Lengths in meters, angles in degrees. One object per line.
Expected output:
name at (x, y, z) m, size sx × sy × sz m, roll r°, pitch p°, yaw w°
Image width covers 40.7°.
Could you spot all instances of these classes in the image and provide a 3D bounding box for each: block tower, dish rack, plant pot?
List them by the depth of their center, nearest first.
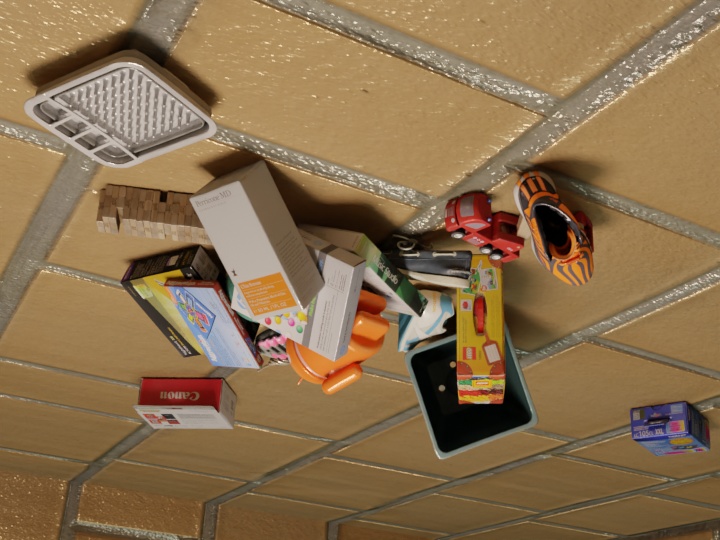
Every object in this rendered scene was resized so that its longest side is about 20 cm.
dish rack at (-0.290, -0.201, 1.191) m, size 0.197 × 0.044 × 0.171 m, roll -12°, pitch 150°, yaw 30°
block tower at (-0.286, -0.080, 1.432) m, size 0.196 × 0.059 × 0.054 m, roll 5°, pitch 156°, yaw -6°
plant pot at (0.194, 0.212, 1.805) m, size 0.192 × 0.200 × 0.200 m, roll -19°, pitch 178°, yaw -1°

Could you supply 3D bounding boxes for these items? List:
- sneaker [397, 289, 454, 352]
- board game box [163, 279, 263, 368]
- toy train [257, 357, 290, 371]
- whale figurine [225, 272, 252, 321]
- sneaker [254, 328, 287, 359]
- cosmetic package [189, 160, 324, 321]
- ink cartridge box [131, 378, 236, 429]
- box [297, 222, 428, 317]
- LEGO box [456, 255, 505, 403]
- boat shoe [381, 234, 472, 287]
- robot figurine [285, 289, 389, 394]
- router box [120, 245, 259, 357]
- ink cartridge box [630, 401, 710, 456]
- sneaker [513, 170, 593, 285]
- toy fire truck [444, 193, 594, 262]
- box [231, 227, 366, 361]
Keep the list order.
sneaker at (0.111, 0.097, 1.741) m, size 0.079 × 0.078 × 0.201 m, roll 5°, pitch 157°, yaw -8°
board game box at (-0.242, 0.091, 1.613) m, size 0.101 × 0.020 × 0.202 m, roll 1°, pitch 136°, yaw 25°
toy train at (-0.093, 0.124, 1.750) m, size 0.197 × 0.085 × 0.117 m, roll -19°, pitch 148°, yaw -18°
whale figurine at (-0.124, 0.033, 1.596) m, size 0.196 × 0.106 × 0.160 m, roll 3°, pitch 155°, yaw -8°
sneaker at (-0.095, 0.082, 1.679) m, size 0.197 × 0.097 × 0.079 m, roll -23°, pitch 147°, yaw 6°
cosmetic package at (-0.143, -0.039, 1.356) m, size 0.100 × 0.071 × 0.203 m, roll -14°, pitch 111°, yaw 35°
ink cartridge box at (-0.400, 0.298, 2.218) m, size 0.196 × 0.085 × 0.176 m, roll -1°, pitch 155°, yaw 7°
box at (0.000, 0.000, 1.504) m, size 0.143 × 0.037 × 0.200 m, roll 12°, pitch 158°, yaw 42°
LEGO box at (0.195, 0.099, 1.583) m, size 0.075 × 0.204 × 0.150 m, roll -1°, pitch 155°, yaw 7°
boat shoe at (0.087, -0.017, 1.505) m, size 0.198 × 0.063 × 0.074 m, roll 10°, pitch 177°, yaw 43°
robot figurine at (-0.040, 0.106, 1.525) m, size 0.199 × 0.145 × 0.116 m, roll -36°, pitch 176°, yaw 38°
router box at (-0.288, 0.057, 1.655) m, size 0.155 × 0.053 × 0.201 m, roll -11°, pitch 131°, yaw 28°
ink cartridge box at (0.708, 0.363, 2.237) m, size 0.135 × 0.078 × 0.199 m, roll -14°, pitch 148°, yaw 33°
sneaker at (0.272, -0.032, 1.325) m, size 0.077 × 0.113 × 0.201 m, roll -31°, pitch 122°, yaw 13°
toy fire truck at (0.233, -0.064, 1.412) m, size 0.198 × 0.050 × 0.140 m, roll 26°, pitch 146°, yaw -38°
box at (-0.095, 0.021, 1.439) m, size 0.198 × 0.159 × 0.041 m, roll 26°, pitch -152°, yaw 25°
